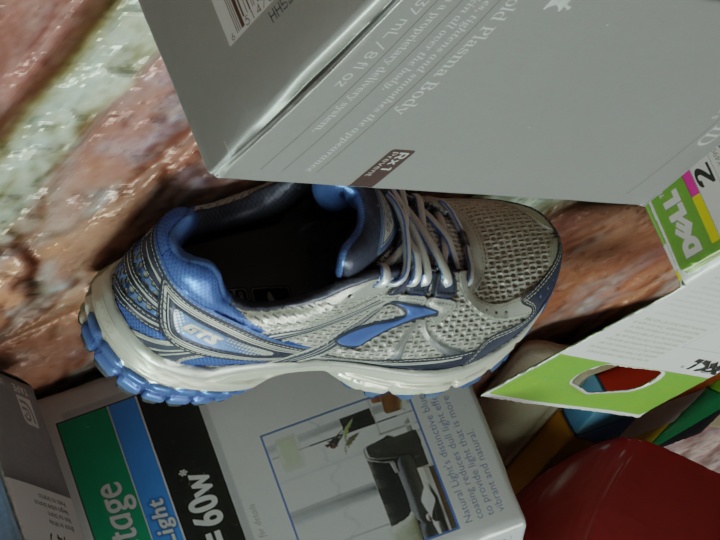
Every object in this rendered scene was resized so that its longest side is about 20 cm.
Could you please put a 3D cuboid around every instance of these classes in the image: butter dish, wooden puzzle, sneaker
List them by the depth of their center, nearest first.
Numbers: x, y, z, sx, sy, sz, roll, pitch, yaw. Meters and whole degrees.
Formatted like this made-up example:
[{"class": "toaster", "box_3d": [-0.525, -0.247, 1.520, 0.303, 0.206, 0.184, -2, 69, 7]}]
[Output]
[{"class": "sneaker", "box_3d": [0.000, 0.000, 0.870, 0.199, 0.077, 0.085, -10, 152, -31]}, {"class": "butter dish", "box_3d": [0.099, 0.162, 1.178, 0.200, 0.147, 0.200, -48, -171, 49]}, {"class": "wooden puzzle", "box_3d": [0.147, 0.067, 1.231, 0.199, 0.037, 0.185, -12, 157, -25]}]

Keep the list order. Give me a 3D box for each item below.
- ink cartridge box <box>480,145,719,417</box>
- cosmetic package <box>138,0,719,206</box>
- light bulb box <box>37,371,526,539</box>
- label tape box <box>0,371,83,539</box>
[{"class": "ink cartridge box", "box_3d": [0.149, -0.018, 0.975, 0.199, 0.076, 0.147, -32, 158, 27]}, {"class": "cosmetic package", "box_3d": [0.043, -0.083, 0.696, 0.199, 0.091, 0.107, 3, 145, -43]}, {"class": "light bulb box", "box_3d": [-0.044, 0.116, 1.030, 0.199, 0.125, 0.198, -19, 160, -7]}, {"class": "label tape box", "box_3d": [-0.166, 0.155, 0.873, 0.144, 0.201, 0.063, -26, 159, 10]}]
